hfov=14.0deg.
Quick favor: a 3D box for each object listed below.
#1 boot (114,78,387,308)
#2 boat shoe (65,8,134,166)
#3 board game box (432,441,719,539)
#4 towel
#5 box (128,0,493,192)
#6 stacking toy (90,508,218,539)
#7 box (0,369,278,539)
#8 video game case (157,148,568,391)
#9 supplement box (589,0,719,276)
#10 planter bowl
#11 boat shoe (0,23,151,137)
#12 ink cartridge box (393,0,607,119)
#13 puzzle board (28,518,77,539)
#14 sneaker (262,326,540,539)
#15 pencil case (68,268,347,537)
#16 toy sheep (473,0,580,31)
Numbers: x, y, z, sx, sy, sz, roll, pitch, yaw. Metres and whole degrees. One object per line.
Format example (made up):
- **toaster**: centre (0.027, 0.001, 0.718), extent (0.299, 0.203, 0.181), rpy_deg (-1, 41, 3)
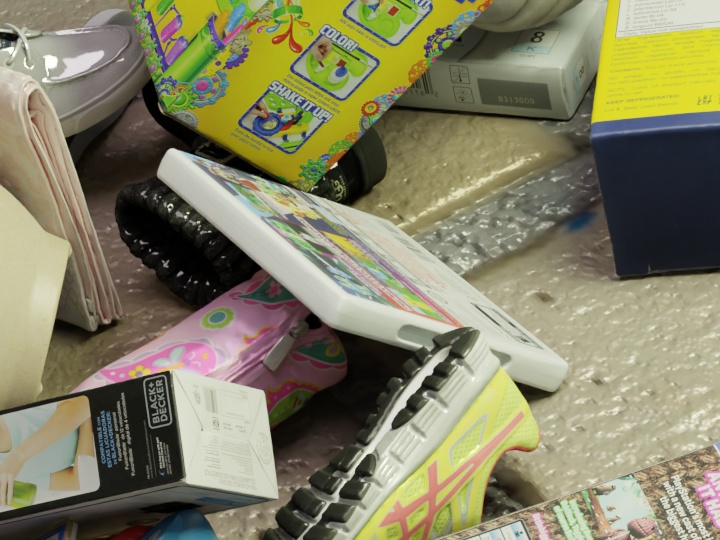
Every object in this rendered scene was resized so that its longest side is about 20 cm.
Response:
- **boot**: centre (-0.104, -0.067, 1.858), extent (0.211, 0.080, 0.158), rpy_deg (25, 52, 40)
- **boat shoe**: centre (-0.212, -0.104, 1.960), extent (0.066, 0.070, 0.201), rpy_deg (7, 50, 24)
- **board game box**: centre (0.132, 0.192, 1.433), extent (0.199, 0.097, 0.160), rpy_deg (-18, 37, -4)
- **towel**: centre (-0.249, -0.058, 1.806), extent (0.199, 0.192, 0.032), rpy_deg (16, 46, 36)
- **box**: centre (-0.036, -0.195, 1.775), extent (0.193, 0.122, 0.201), rpy_deg (-45, 39, 22)
- **stacking toy**: centre (-0.164, 0.186, 1.560), extent (0.199, 0.110, 0.116), rpy_deg (2, 35, 40)
- **box**: centre (-0.157, 0.106, 1.538), extent (0.199, 0.117, 0.061), rpy_deg (-13, 77, 20)
- **video game case**: centre (0.000, 0.000, 1.686), extent (0.200, 0.182, 0.023), rpy_deg (40, 107, 47)
- **supplement box**: centre (0.207, -0.103, 1.771), extent (0.108, 0.110, 0.201), rpy_deg (-4, 39, 14)
- **planter bowl**: centre (-0.247, 0.026, 1.722), extent (0.134, 0.201, 0.201), rpy_deg (13, 38, -8)
- **boat shoe**: centre (-0.231, -0.124, 1.887), extent (0.199, 0.069, 0.072), rpy_deg (-15, 46, 6)
- **ink cartridge box**: centre (0.096, -0.182, 1.961), extent (0.159, 0.047, 0.200), rpy_deg (5, 43, 24)
- **puzzle board**: centre (-0.221, 0.225, 1.496), extent (0.200, 0.017, 0.151), rpy_deg (-30, 36, 33)
- **sneaker**: centre (0.024, 0.131, 1.570), extent (0.200, 0.090, 0.078), rpy_deg (-48, 21, -7)
- **pencil case**: centre (-0.099, 0.075, 1.672), extent (0.199, 0.088, 0.087), rpy_deg (-33, 40, -20)
- **toy sheep**: centre (0.092, -0.213, 1.852), extent (0.137, 0.138, 0.200), rpy_deg (8, 41, 27)
